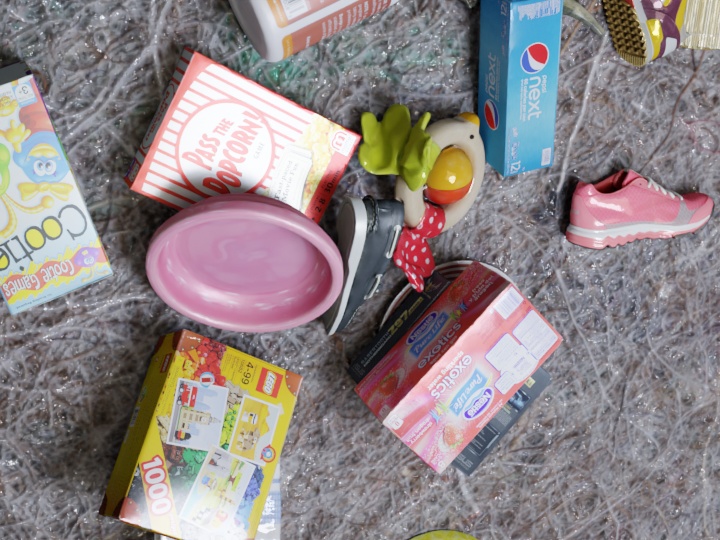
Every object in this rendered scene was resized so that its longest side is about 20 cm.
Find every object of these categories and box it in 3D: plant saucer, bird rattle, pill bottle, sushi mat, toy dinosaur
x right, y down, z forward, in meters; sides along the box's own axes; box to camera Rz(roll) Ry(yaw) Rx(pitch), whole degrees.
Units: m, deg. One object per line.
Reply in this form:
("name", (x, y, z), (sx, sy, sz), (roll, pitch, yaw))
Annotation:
("plant saucer", (-0.116, -0.012, 1.089), (0.199, 0.051, 0.201), (1, 143, 1))
("bird rattle", (0.080, -0.087, 1.162), (0.163, 0.112, 0.201), (-30, 123, -30))
("pill bottle", (-0.026, -0.294, 1.042), (0.199, 0.112, 0.113), (-28, 115, -11))
("sushi mat", (0.417, -0.359, 1.248), (0.095, 0.012, 0.201), (-2, 108, -21))
("toy dinosaur", (0.193, -0.314, 1.160), (0.199, 0.047, 0.089), (5, 115, -24))

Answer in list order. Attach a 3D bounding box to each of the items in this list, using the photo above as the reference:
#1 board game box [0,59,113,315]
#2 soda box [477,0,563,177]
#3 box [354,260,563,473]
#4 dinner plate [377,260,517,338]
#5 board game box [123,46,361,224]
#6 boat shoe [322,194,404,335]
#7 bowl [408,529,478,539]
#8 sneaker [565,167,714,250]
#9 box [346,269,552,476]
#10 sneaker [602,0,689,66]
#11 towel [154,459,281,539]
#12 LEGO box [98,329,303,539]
("board game box", (-0.321, -0.080, 1.002), (0.103, 0.105, 0.201), (-22, 115, -13))
("soda box", (0.169, -0.207, 1.148), (0.064, 0.068, 0.201), (-14, 125, -17))
("box", (0.105, 0.102, 1.154), (0.200, 0.095, 0.103), (-48, 115, -1))
("dinner plate", (0.108, 0.082, 1.269), (0.199, 0.024, 0.201), (-7, 110, -20))
("board game box", (-0.120, -0.116, 1.100), (0.199, 0.046, 0.152), (23, 98, -26))
("boat shoe", (0.000, 0.000, 1.134), (0.060, 0.076, 0.200), (-3, 146, -17))
("bowl", (0.108, 0.442, 1.343), (0.199, 0.108, 0.201), (-7, 110, -19))
("sneaker", (0.340, -0.082, 1.277), (0.199, 0.074, 0.087), (-11, 110, -18))
("box", (0.106, 0.121, 1.240), (0.200, 0.051, 0.158), (41, 90, -26))
("sneaker", (0.318, -0.335, 1.191), (0.090, 0.075, 0.201), (-28, 122, -20))
("towel", (-0.155, 0.239, 1.175), (0.146, 0.024, 0.201), (4, 81, -24))
("LEGO box", (-0.165, 0.183, 1.120), (0.148, 0.077, 0.201), (24, 71, -24))
